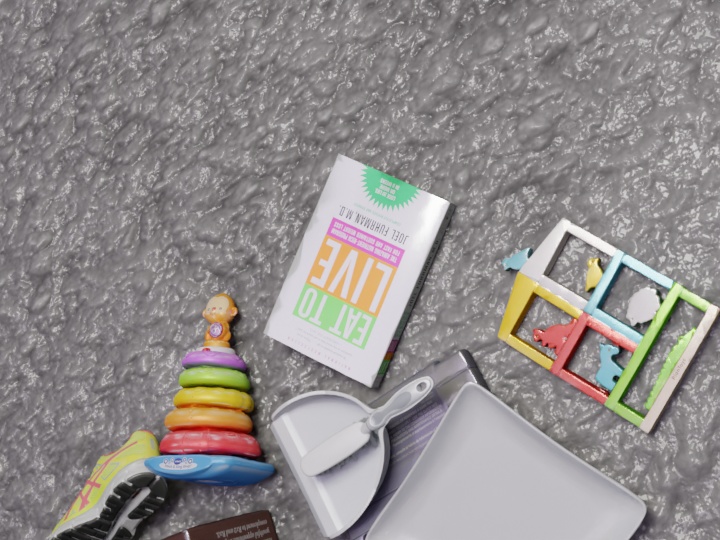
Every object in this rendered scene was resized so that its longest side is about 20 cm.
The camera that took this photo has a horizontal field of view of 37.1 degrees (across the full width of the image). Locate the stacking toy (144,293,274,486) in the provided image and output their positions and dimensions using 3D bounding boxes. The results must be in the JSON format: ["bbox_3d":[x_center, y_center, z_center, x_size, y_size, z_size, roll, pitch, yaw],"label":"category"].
[{"bbox_3d":[-0.154,0.122,1.140,0.114,0.109,0.204,-5,73,27],"label":"stacking toy"}]

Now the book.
[{"bbox_3d":[0.000,0.000,1.101,0.132,0.048,0.203,24,94,21],"label":"book"}]

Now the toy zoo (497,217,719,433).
[{"bbox_3d":[0.217,0.042,1.005,0.199,0.020,0.133,32,99,24],"label":"toy zoo"}]

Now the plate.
[{"bbox_3d":[0.132,0.234,1.000,0.199,0.032,0.201,34,105,10],"label":"plate"}]

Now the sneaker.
[{"bbox_3d":[-0.279,0.253,1.201,0.200,0.078,0.091,-41,37,26],"label":"sneaker"}]

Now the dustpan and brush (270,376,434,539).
[{"bbox_3d":[0.000,0.158,1.041,0.199,0.057,0.141,-36,72,19],"label":"dustpan and brush"}]

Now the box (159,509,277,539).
[{"bbox_3d":[-0.187,0.360,1.089,0.198,0.165,0.167,-24,75,21],"label":"box"}]

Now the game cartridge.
[{"bbox_3d":[0.053,0.181,1.065,0.199,0.038,0.131,-34,69,19],"label":"game cartridge"}]
